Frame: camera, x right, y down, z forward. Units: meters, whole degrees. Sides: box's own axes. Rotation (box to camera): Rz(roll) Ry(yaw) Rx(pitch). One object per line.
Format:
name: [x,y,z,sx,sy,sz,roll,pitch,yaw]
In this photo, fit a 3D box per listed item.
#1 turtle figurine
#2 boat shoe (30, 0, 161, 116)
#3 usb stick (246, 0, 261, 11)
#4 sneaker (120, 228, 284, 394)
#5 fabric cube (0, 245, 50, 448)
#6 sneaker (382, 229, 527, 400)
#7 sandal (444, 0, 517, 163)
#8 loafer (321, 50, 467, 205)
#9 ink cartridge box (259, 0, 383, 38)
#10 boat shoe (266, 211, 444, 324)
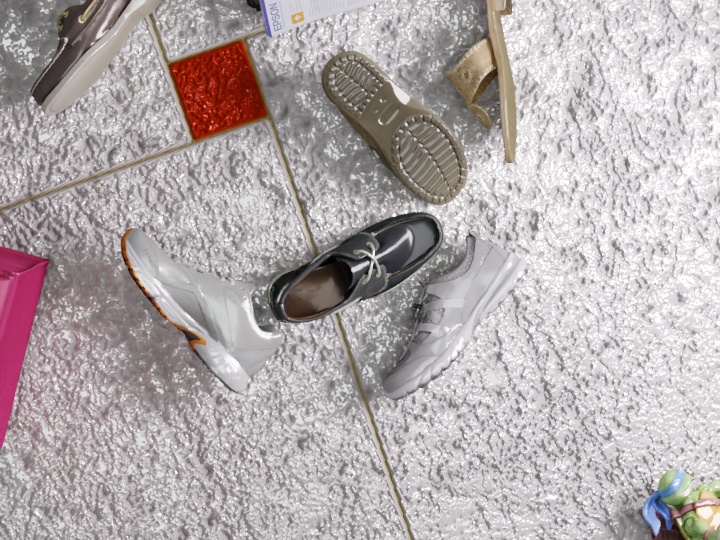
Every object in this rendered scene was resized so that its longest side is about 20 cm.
turtle figurine: [0.419,0.264,1.344,0.200,0.144,0.194,-39,101,2]
boat shoe: [-0.262,-0.243,1.270,0.059,0.072,0.200,39,86,-1]
usb stick: [-0.121,-0.361,1.292,0.055,0.033,0.201,-22,96,-7]
sneaker: [-0.160,0.024,1.307,0.092,0.076,0.200,-42,105,-9]
fabric cube: [-0.423,0.066,1.213,0.195,0.200,0.201,17,92,-6]
sneaker: [0.083,0.048,1.337,0.082,0.075,0.200,40,83,7]
sandal: [0.121,-0.214,1.320,0.069,0.078,0.214,-2,89,14]
loafer: [0.035,-0.150,1.311,0.076,0.067,0.200,-41,113,2]
ink cartridge box: [-0.016,-0.332,1.235,0.198,0.200,0.041,-18,57,-6]
boat shoe: [0.000,0.000,1.318,0.199,0.068,0.072,-26,95,-6]
